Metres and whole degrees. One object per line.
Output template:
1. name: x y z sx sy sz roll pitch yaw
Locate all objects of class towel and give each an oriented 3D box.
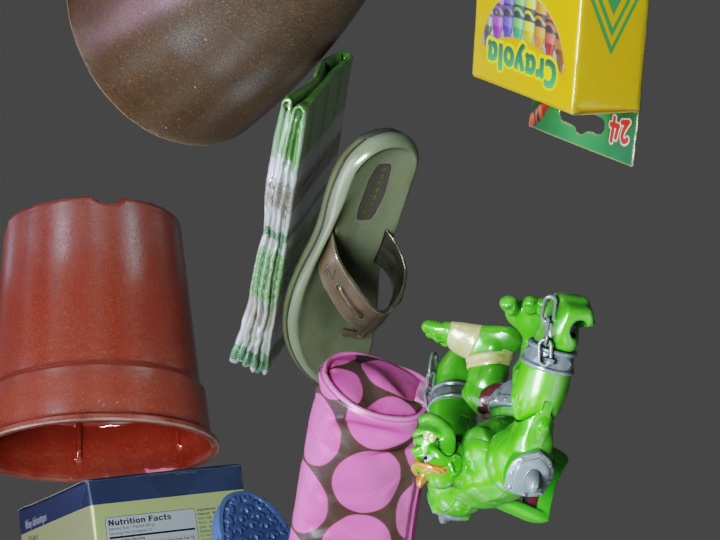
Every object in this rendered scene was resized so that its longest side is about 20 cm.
1. towel: -0.048 -0.043 1.792 0.149 0.030 0.202 -57 -21 -68

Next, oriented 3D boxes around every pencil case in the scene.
1. pencil case: 0.002 0.160 1.745 0.091 0.093 0.201 -45 -34 -61

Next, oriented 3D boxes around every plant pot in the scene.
1. plant pot: -0.216 0.055 2.092 0.201 0.199 0.197 142 129 -60
2. plant pot: -0.074 -0.206 1.781 0.199 0.186 0.188 -23 72 47

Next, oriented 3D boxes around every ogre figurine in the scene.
1. ogre figurine: 0.085 0.087 1.556 0.199 0.098 0.121 -12 64 49

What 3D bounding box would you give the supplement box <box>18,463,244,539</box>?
1. supplement box: -0.179 0.275 2.080 0.200 0.133 0.202 153 111 -63

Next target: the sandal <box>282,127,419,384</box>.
1. sandal: -0.001 -0.001 1.743 0.057 0.079 0.202 43 132 37

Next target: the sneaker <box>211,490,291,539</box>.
1. sneaker: -0.075 0.268 1.936 0.078 0.070 0.201 -55 45 43

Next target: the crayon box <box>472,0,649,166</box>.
1. crayon box: 0.118 -0.170 1.493 0.127 0.050 0.202 28 118 61
